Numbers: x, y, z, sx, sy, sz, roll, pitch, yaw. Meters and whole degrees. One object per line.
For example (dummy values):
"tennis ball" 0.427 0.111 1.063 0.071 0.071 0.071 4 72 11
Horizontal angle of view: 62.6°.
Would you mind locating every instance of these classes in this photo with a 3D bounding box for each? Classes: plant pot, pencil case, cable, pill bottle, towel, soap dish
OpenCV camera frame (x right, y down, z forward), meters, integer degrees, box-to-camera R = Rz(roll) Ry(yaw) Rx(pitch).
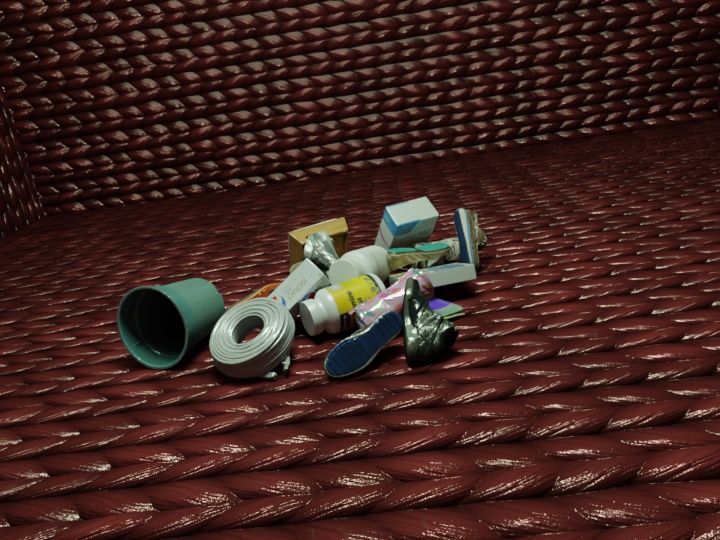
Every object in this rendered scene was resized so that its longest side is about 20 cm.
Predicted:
"plant pot" -0.446 0.111 1.447 0.200 0.201 0.196 -1 13 22
"pencil case" 0.073 0.075 1.374 0.200 0.088 0.087 -33 25 -11
"cable" -0.243 0.149 1.319 0.200 0.069 0.200 -9 43 17
"pill bottle" -0.041 0.086 1.434 0.200 0.113 0.112 -19 22 -25
"towel" 0.144 0.086 1.464 0.143 0.023 0.200 -9 17 -28
"soap dish" -0.127 -0.068 1.865 0.200 0.158 0.081 -19 38 -27
"pill bottle" 0.000 0.000 1.605 0.114 0.115 0.200 1 10 27
"pencil case" 0.246 -0.057 1.751 0.200 0.090 0.078 -12 20 -11

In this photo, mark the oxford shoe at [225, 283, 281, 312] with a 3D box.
"oxford shoe" -0.287 0.083 1.619 0.073 0.071 0.200 4 23 46

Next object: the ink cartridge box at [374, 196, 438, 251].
"ink cartridge box" 0.132 -0.110 1.774 0.144 0.200 0.085 -16 56 -24

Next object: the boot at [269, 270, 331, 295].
"boot" -0.134 0.054 1.624 0.200 0.073 0.151 0 22 12

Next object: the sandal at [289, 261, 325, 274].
"sandal" -0.114 0.010 1.788 0.211 0.078 0.070 -8 -13 -19

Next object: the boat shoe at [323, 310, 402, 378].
"boat shoe" 0.004 0.164 1.263 0.200 0.072 0.072 -32 -5 -21

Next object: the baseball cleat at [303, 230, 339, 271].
"baseball cleat" -0.106 -0.023 1.731 0.106 0.070 0.200 -17 59 -17

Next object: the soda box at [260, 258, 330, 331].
"soda box" -0.170 0.069 1.438 0.200 0.064 0.068 -45 66 -5

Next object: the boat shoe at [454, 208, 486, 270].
"boat shoe" 0.321 -0.089 1.684 0.072 0.200 0.072 -1 -24 -10

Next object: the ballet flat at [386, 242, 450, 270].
"ballet flat" 0.161 -0.035 1.659 0.200 0.065 0.070 -7 17 -22

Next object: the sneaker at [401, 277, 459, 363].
"sneaker" 0.146 0.105 1.274 0.114 0.076 0.200 -2 52 -3

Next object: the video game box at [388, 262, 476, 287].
"video game box" 0.185 0.018 1.564 0.200 0.047 0.182 -10 0 -5
